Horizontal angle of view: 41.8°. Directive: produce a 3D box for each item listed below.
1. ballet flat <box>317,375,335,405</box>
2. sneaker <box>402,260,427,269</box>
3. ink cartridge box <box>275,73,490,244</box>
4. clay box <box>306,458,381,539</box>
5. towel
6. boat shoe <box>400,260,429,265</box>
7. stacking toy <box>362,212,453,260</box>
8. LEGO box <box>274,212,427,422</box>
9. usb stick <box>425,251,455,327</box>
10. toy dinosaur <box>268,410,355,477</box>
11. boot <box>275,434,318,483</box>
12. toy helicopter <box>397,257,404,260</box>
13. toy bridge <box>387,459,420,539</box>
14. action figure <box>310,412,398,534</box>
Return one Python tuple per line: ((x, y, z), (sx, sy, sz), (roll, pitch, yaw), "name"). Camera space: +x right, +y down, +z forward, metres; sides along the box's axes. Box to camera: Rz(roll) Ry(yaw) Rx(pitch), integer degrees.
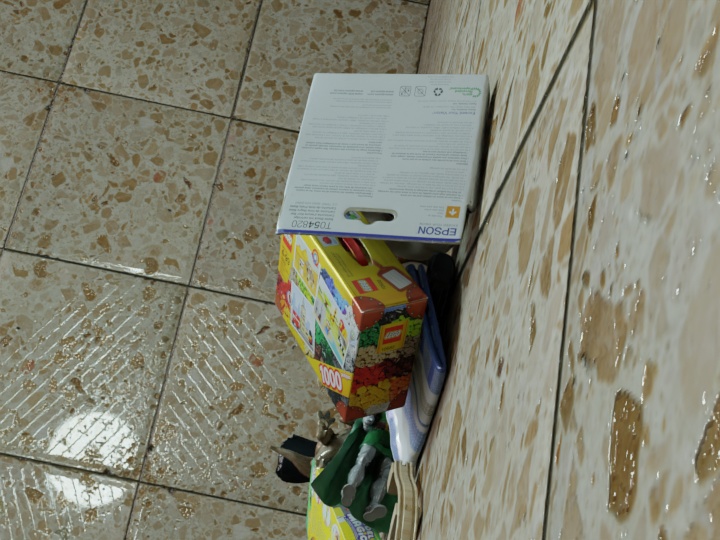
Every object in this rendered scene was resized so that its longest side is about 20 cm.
((0.008, 0.191, 1.319), (0.071, 0.065, 0.200), (-49, -43, 1), "ballet flat")
((0.044, 0.098, 1.224), (0.116, 0.074, 0.203), (-77, 0, -57), "sneaker")
((0.026, -0.111, 0.966), (0.041, 0.196, 0.203), (64, -146, -59), "ink cartridge box")
((-0.018, 0.317, 1.083), (0.201, 0.047, 0.117), (-121, 34, -57), "clay box")
((0.053, 0.110, 1.021), (0.202, 0.023, 0.149), (102, 163, -47), "towel")
((0.057, 0.029, 1.308), (0.076, 0.072, 0.204), (-84, 5, -82), "boat shoe")
((0.079, -0.125, 1.094), (0.201, 0.144, 0.147), (-57, -13, -37), "stacking toy")
((-0.017, 0.033, 1.007), (0.201, 0.076, 0.151), (53, 145, 44), "LEGO box")
((0.073, 0.063, 1.067), (0.202, 0.032, 0.056), (101, 179, -45), "usb stick")
((-0.016, 0.238, 1.231), (0.136, 0.197, 0.087), (99, 151, -59), "toy dinosaur")
((-0.041, 0.301, 1.352), (0.200, 0.165, 0.078), (-87, 8, -82), "boot")
((0.000, 0.000, 1.262), (0.133, 0.079, 0.200), (-49, -5, -25), "toy helicopter")
((0.041, 0.258, 0.930), (0.201, 0.027, 0.068), (-83, 3, -60), "toy bridge")
((0.023, 0.206, 1.100), (0.055, 0.117, 0.201), (-50, 8, 32), "action figure")
